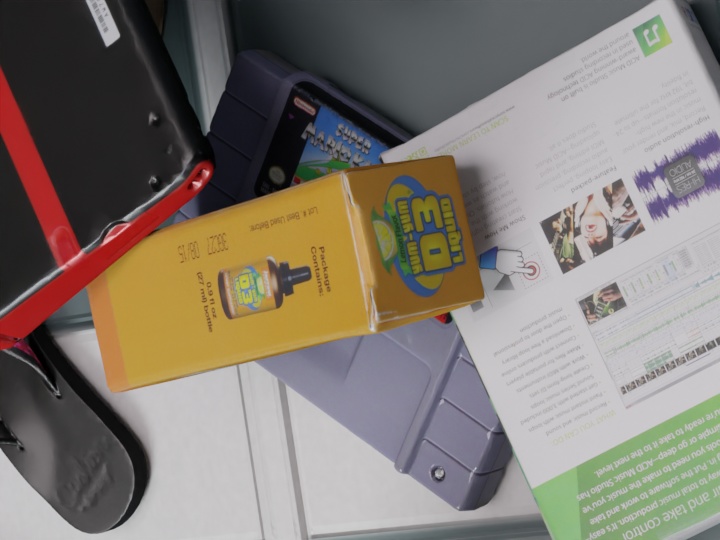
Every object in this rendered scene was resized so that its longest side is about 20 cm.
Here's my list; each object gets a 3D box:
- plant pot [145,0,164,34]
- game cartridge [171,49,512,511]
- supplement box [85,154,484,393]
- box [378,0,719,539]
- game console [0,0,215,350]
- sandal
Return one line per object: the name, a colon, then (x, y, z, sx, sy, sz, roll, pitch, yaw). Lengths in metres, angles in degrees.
plant pot: (-0.197, -0.132, 1.351, 0.200, 0.092, 0.202, 5, 98, 36)
game cartridge: (0.000, 0.000, 1.255, 0.200, 0.038, 0.130, 34, 118, 29)
supplement box: (-0.037, 0.003, 1.194, 0.200, 0.069, 0.067, -14, 87, 53)
box: (0.111, 0.009, 1.150, 0.144, 0.036, 0.201, -28, 76, 19)
game console: (-0.158, -0.083, 1.250, 0.177, 0.031, 0.201, -35, 71, 29)
sandal: (-0.182, 0.051, 1.386, 0.200, 0.045, 0.075, 43, 118, 26)
